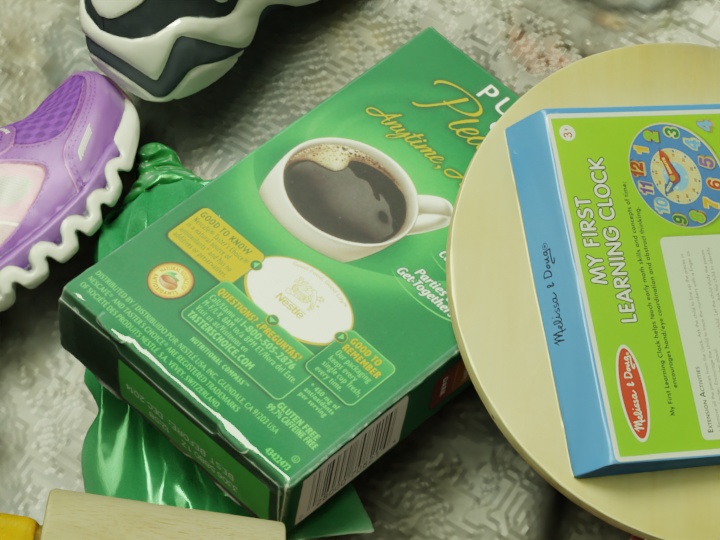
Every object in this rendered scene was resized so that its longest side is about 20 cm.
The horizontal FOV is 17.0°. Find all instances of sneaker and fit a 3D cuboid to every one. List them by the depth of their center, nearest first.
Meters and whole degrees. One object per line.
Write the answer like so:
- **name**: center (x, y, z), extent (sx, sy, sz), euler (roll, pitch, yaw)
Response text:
- **sneaker**: center (-0.178, -0.017, 0.965), extent (0.200, 0.088, 0.080), euler (-43, 23, -9)
- **sneaker**: center (-0.040, -0.173, 0.976), extent (0.199, 0.130, 0.079), euler (-38, 60, -24)

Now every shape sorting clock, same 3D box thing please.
- **shape sorting clock**: center (0.128, 0.008, 0.895), extent (0.200, 0.039, 0.200), euler (7, 67, -16)

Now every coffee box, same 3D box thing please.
- **coffee box**: center (0.000, 0.000, 0.916), extent (0.123, 0.044, 0.200), euler (39, 59, 22)

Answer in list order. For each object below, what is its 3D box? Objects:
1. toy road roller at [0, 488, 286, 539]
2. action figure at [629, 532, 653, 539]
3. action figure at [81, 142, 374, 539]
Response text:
- **toy road roller**: center (-0.080, 0.170, 0.810), extent (0.123, 0.200, 0.146), euler (9, 65, -5)
- **action figure**: center (0.070, 0.184, 0.845), extent (0.149, 0.134, 0.200), euler (-20, 37, 51)
- **action figure**: center (-0.065, 0.034, 0.948), extent (0.118, 0.055, 0.200), euler (-16, 61, 7)
